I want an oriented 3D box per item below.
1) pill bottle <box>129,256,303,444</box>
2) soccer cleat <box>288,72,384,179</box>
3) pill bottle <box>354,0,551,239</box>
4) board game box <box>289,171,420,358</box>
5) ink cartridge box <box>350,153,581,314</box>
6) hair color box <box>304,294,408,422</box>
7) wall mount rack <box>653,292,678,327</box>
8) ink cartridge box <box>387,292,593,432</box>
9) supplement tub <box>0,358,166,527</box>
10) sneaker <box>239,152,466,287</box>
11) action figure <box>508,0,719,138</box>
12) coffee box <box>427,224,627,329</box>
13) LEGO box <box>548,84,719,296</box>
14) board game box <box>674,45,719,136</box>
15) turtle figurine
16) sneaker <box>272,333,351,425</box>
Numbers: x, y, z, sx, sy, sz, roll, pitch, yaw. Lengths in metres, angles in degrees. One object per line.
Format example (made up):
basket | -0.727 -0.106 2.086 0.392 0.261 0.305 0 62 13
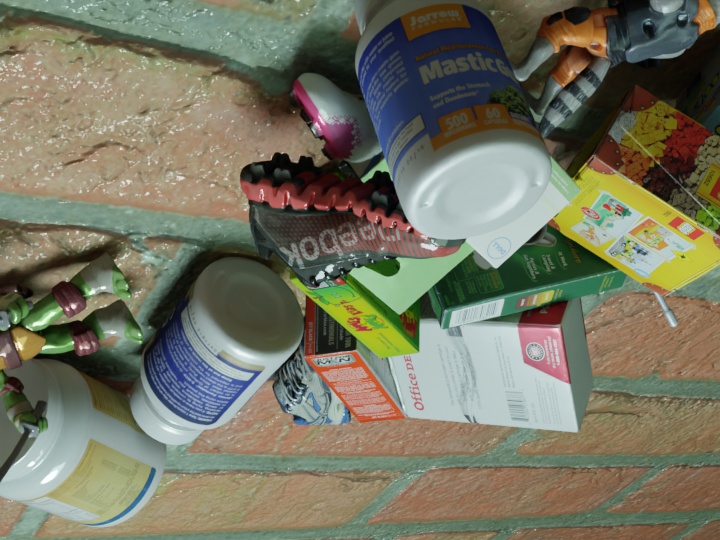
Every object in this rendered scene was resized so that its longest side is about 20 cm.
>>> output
pill bottle | -0.154 0.090 1.186 0.119 0.121 0.200 8 140 -36
soccer cleat | 0.006 -0.123 0.997 0.086 0.070 0.200 -34 152 4
pill bottle | 0.059 -0.134 0.865 0.111 0.202 0.113 -13 149 -8
board game box | 0.000 0.000 1.130 0.047 0.103 0.200 -9 152 23
ink cartridge box | 0.070 -0.051 0.999 0.200 0.048 0.145 -43 126 10
hair color box | -0.001 0.083 1.266 0.060 0.103 0.200 -7 151 15
wall mount rack | 0.266 0.018 1.296 0.199 0.075 0.174 -30 133 2
ink cartridge box | 0.136 0.086 1.247 0.198 0.084 0.146 2 128 25
supplement tub | -0.311 0.177 1.218 0.143 0.146 0.200 -26 148 14
sneaker | -0.007 -0.030 0.933 0.071 0.198 0.099 -31 129 -58
action figure | 0.220 -0.183 0.969 0.192 0.106 0.200 -26 151 14
coffee box | 0.157 -0.019 1.175 0.198 0.124 0.044 -14 148 -10
LEGO box | 0.262 -0.064 1.055 0.078 0.148 0.200 -57 178 -13
board game box | 0.399 -0.116 1.080 0.198 0.104 0.105 25 139 -5
turtle figurine | -0.287 0.080 1.052 0.192 0.145 0.200 -27 -164 -20
sneaker | -0.061 0.134 1.351 0.084 0.078 0.201 -12 148 -2
